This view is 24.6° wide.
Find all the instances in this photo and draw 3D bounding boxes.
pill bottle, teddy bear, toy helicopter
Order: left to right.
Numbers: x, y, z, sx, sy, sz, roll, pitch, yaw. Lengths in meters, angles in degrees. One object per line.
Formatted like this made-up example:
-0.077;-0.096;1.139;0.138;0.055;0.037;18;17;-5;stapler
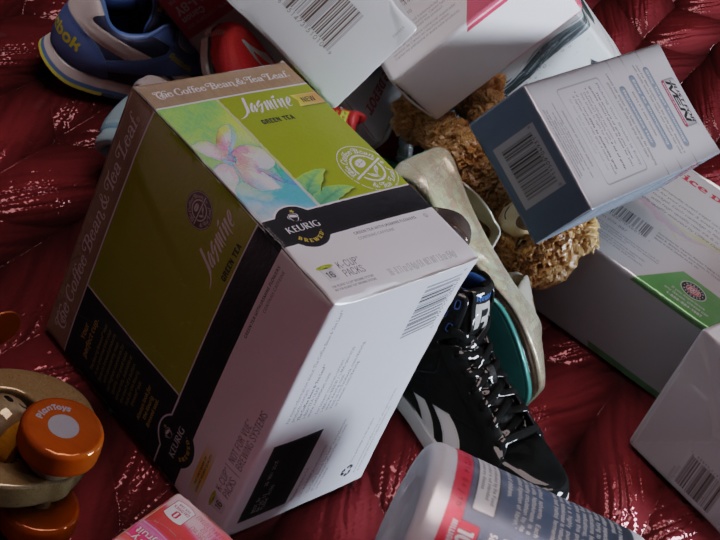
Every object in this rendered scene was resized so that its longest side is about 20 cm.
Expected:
-0.245;0.082;0.917;0.198;0.079;0.133;3;41;-25;toy helicopter
0.100;-0.079;1.246;0.143;0.067;0.202;-3;57;-11;teddy bear
0.108;0.194;0.970;0.199;0.120;0.120;24;35;-4;pill bottle

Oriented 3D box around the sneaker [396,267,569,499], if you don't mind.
0.077;0.069;1.115;0.200;0.112;0.073;43;39;21;sneaker

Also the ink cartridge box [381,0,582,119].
0.054;-0.240;1.247;0.085;0.145;0.201;32;26;-57;ink cartridge box

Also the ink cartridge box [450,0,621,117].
0.122;-0.181;1.360;0.200;0.146;0.083;41;22;-45;ink cartridge box

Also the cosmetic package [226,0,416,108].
-0.040;-0.203;1.119;0.113;0.081;0.200;44;10;-22;cosmetic package

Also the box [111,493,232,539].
-0.066;0.226;0.834;0.200;0.095;0.102;38;36;16;box

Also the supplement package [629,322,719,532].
0.321;0.102;1.229;0.199;0.120;0.121;-16;52;-44;supplement package

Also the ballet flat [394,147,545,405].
0.089;0.002;1.176;0.062;0.067;0.201;-39;106;-31;ballet flat

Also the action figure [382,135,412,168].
0.065;-0.025;1.282;0.117;0.055;0.201;13;41;-24;action figure

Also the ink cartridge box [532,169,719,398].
0.241;-0.005;1.341;0.145;0.088;0.200;35;38;11;ink cartridge box

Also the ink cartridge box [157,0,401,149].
-0.056;-0.189;1.310;0.200;0.083;0.146;51;31;-18;ink cartridge box

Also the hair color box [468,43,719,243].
0.176;-0.097;1.210;0.199;0.060;0.100;-22;82;-49;hair color box

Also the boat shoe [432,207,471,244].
0.000;0.000;1.104;0.073;0.199;0.075;-49;120;-35;boat shoe

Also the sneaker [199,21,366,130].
-0.039;-0.109;1.217;0.200;0.084;0.077;52;40;-22;sneaker

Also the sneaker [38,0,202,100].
-0.148;-0.173;1.297;0.199;0.083;0.074;8;37;-35;sneaker

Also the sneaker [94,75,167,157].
-0.109;-0.050;1.197;0.199;0.074;0.082;38;65;8;sneaker

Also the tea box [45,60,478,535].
-0.067;0.014;1.011;0.133;0.201;0.197;-18;55;-45;tea box
